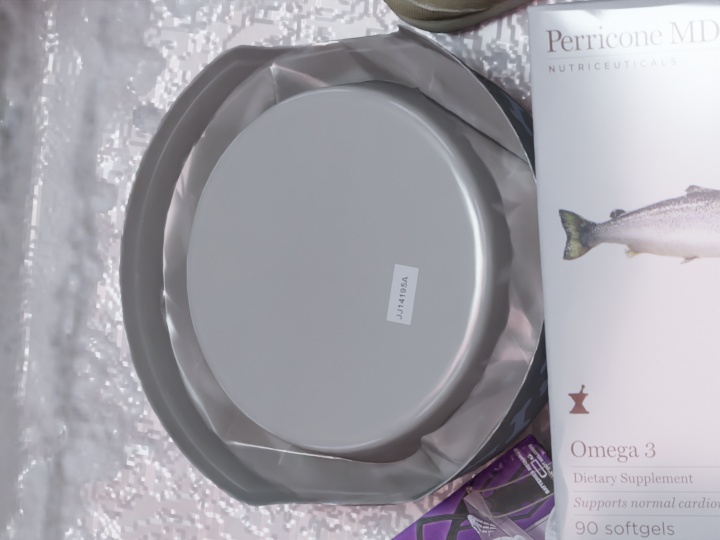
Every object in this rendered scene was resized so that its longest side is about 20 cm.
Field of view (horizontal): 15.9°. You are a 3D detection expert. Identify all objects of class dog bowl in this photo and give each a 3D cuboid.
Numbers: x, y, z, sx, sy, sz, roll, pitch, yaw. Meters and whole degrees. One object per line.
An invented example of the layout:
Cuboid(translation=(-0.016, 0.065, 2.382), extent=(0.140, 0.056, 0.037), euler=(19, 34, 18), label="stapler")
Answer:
Cuboid(translation=(0.000, 0.000, 1.020), extent=(0.200, 0.059, 0.200), euler=(-1, 89, 33), label="dog bowl")

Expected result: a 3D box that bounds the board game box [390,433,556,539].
Cuboid(translation=(0.080, 0.178, 0.999), extent=(0.120, 0.032, 0.200), euler=(-38, 82, -2), label="board game box")

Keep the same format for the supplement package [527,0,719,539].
Cuboid(translation=(0.137, -0.003, 0.951), extent=(0.117, 0.117, 0.200), euler=(-3, 94, 23), label="supplement package")

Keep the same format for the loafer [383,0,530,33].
Cuboid(translation=(0.086, -0.148, 0.983), extent=(0.200, 0.068, 0.076), euler=(-29, 84, 22), label="loafer")
